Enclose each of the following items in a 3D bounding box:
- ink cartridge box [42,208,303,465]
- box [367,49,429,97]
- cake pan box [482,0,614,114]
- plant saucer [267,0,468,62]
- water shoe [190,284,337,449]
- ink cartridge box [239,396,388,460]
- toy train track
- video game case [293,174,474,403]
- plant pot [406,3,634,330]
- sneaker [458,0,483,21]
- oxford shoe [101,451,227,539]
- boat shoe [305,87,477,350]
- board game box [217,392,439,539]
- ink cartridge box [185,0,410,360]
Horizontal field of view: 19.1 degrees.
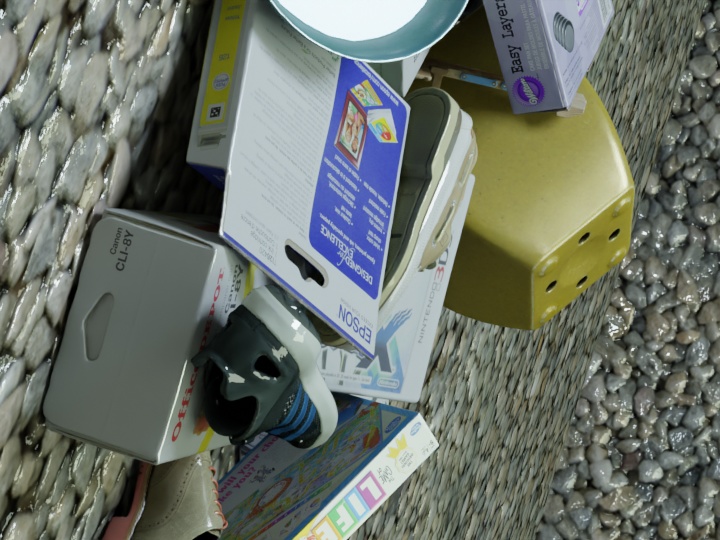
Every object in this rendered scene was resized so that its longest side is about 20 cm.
[{"bbox_3d":[-0.116,0.041,1.391,0.200,0.083,0.145,-3,109,-75],"label":"ink cartridge box"},{"bbox_3d":[0.041,-0.251,1.566,0.200,0.041,0.156,91,21,-49],"label":"box"},{"bbox_3d":[0.140,-0.245,1.655,0.200,0.052,0.184,-61,141,-54],"label":"cake pan box"},{"bbox_3d":[-0.006,-0.232,1.395,0.200,0.027,0.201,6,80,-35],"label":"plant saucer"},{"bbox_3d":[-0.067,0.074,1.351,0.079,0.072,0.200,-39,157,-13],"label":"water shoe"},{"bbox_3d":[-0.036,0.118,1.773,0.145,0.084,0.200,-57,159,-43],"label":"ink cartridge box"},{"bbox_3d":[0.078,-0.145,1.686,0.115,0.200,0.033,-97,-160,-71],"label":"toy train track"},{"bbox_3d":[0.000,0.000,1.565,0.200,0.022,0.183,12,93,-51],"label":"video game case"},{"bbox_3d":[0.120,-0.069,1.778,0.195,0.200,0.194,-39,155,-17],"label":"plant pot"},{"bbox_3d":[0.065,-0.271,1.718,0.200,0.082,0.070,74,36,-64],"label":"sneaker"},{"bbox_3d":[-0.123,0.162,1.517,0.070,0.075,0.200,74,35,-64],"label":"oxford shoe"},{"bbox_3d":[0.031,-0.027,1.517,0.068,0.075,0.200,39,74,-48],"label":"boat shoe"},{"bbox_3d":[-0.054,0.170,1.556,0.200,0.134,0.034,-43,118,-22],"label":"board game box"},{"bbox_3d":[-0.041,-0.068,1.411,0.198,0.047,0.200,42,51,-50],"label":"ink cartridge box"}]
